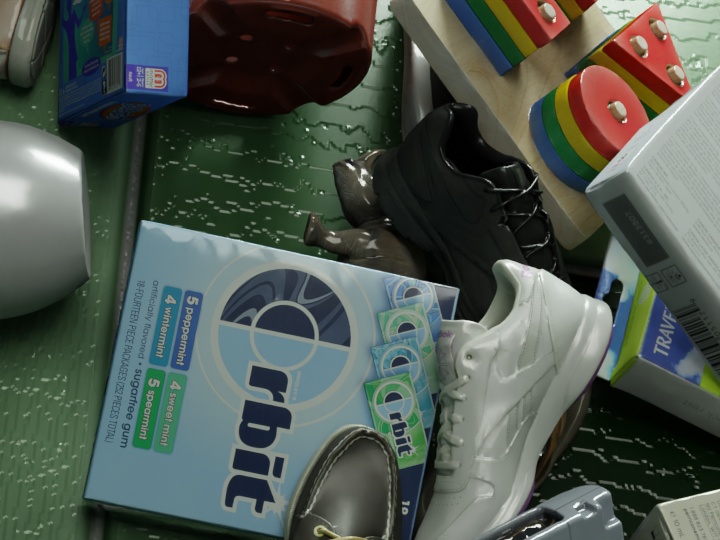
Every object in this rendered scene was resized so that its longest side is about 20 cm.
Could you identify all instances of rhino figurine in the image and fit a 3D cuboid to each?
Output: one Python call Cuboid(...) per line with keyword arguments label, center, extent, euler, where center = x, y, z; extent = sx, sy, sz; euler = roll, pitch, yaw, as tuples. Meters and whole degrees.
Cuboid(label="rhino figurine", center=(0.000, 0.000, 1.543), extent=(0.087, 0.060, 0.201), euler=(18, 52, -9))

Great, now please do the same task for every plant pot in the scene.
Cuboid(label="plant pot", center=(-0.066, -0.224, 1.604), extent=(0.199, 0.201, 0.197), euler=(5, 63, -11))

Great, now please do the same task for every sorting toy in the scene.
Cuboid(label="sorting toy", center=(0.141, -0.145, 1.590), extent=(0.199, 0.069, 0.200), euler=(54, 36, -4))

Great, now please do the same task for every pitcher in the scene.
Cuboid(label="pitcher", center=(-0.268, -0.045, 1.480), extent=(0.198, 0.122, 0.172), euler=(-3, 42, -3))

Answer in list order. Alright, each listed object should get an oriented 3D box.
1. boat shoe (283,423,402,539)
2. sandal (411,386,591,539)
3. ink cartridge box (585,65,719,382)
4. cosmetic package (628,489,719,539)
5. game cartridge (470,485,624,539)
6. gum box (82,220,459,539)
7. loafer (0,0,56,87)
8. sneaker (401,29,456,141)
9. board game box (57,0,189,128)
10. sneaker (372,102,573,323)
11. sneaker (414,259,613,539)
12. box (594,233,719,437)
Cuboid(label="boat shoe", center=(-0.015, 0.184, 1.379), extent=(0.071, 0.061, 0.203), euler=(16, 75, -7))
Cuboid(label="sandal", center=(0.091, 0.096, 1.505), extent=(0.081, 0.055, 0.200), euler=(32, 55, 8))
Cuboid(label="ink cartridge box", center=(0.251, -0.046, 1.538), extent=(0.163, 0.057, 0.200), euler=(52, 48, -9))
Cuboid(label="cosmetic package", center=(0.268, 0.180, 1.467), extent=(0.198, 0.104, 0.088), euler=(-12, 62, -19))
Cuboid(label="game cartridge", center=(0.074, 0.221, 1.378), extent=(0.199, 0.134, 0.041), euler=(-23, 29, -30))
Cuboid(label="gum box", center=(-0.054, 0.074, 1.444), extent=(0.198, 0.045, 0.171), euler=(13, 83, -7))
Cuboid(label="loafer", center=(-0.229, -0.216, 1.624), extent=(0.062, 0.072, 0.201), euler=(10, 58, 1))
Cuboid(label="sneaker", center=(0.079, -0.142, 1.649), extent=(0.098, 0.071, 0.201), euler=(6, 52, -4))
Cuboid(label="board game box", center=(-0.153, -0.201, 1.532), extent=(0.045, 0.152, 0.202), euler=(2, 86, -23))
Cuboid(label="sneaker", center=(0.088, -0.018, 1.504), extent=(0.076, 0.091, 0.200), euler=(-25, 71, -46))
Cuboid(label="sneaker", center=(0.069, 0.087, 1.427), extent=(0.099, 0.075, 0.201), euler=(33, 75, -15))
Cuboid(label="box", center=(0.248, 0.051, 1.561), extent=(0.199, 0.048, 0.123), euler=(26, 54, -10))
